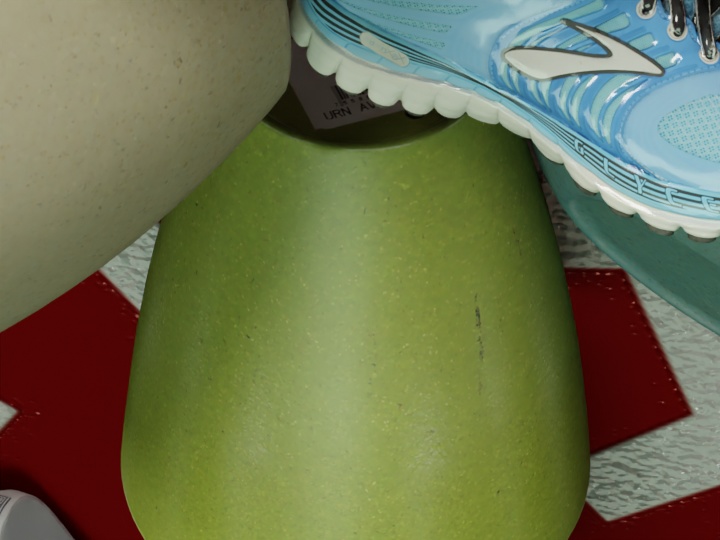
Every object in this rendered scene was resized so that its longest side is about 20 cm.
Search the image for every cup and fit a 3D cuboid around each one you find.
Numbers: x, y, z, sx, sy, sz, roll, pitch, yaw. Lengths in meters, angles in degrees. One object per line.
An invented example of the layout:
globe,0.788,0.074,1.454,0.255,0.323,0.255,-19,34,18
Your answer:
cup,-0.103,-0.082,0.743,0.142,0.201,0.201,-16,150,-11

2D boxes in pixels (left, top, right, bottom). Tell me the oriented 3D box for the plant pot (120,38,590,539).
plant pot,0.000,0.000,0.924,0.186,0.188,0.201,7,135,6

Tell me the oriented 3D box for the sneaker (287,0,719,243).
sneaker,0.074,-0.075,0.732,0.199,0.079,0.090,17,141,6

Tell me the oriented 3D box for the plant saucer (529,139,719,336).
plant saucer,0.126,-0.010,0.878,0.200,0.039,0.201,34,173,5

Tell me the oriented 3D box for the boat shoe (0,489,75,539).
boat shoe,-0.171,0.180,1.348,0.056,0.069,0.201,4,142,26
